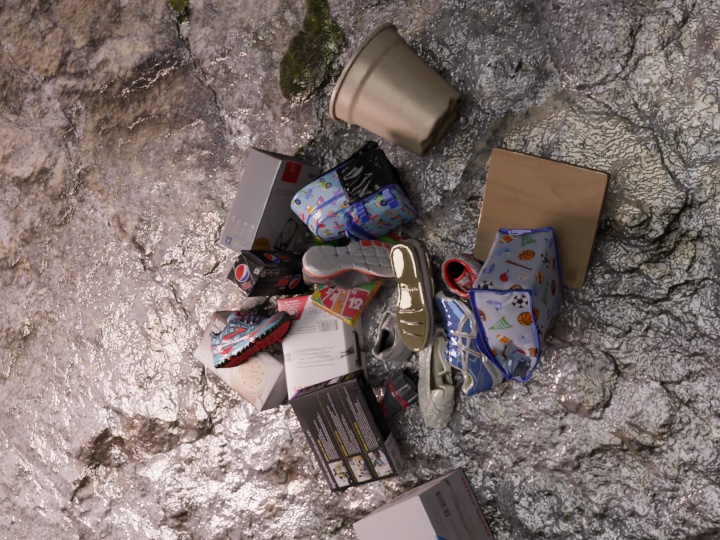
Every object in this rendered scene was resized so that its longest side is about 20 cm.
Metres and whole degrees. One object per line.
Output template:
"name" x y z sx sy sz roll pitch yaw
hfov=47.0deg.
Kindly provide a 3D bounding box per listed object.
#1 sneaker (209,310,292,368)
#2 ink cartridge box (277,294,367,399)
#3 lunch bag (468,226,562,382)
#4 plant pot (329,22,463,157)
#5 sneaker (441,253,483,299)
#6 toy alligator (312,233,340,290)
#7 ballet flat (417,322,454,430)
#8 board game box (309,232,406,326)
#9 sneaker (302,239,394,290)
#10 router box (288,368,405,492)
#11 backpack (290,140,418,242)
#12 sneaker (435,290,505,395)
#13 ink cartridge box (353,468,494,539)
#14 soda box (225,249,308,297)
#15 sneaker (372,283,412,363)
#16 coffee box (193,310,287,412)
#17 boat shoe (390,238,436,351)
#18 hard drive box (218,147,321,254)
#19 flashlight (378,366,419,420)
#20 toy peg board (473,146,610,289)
"sneaker" -0.223 0.114 1.605 0.199 0.079 0.096 -30 71 24
"ink cartridge box" -0.072 0.147 1.613 0.144 0.084 0.201 -8 85 26
"lunch bag" 0.260 0.057 1.347 0.123 0.170 0.201 2 131 31
"plant pot" 0.075 -0.307 1.491 0.183 0.200 0.201 36 106 10
"sneaker" 0.219 0.053 1.449 0.067 0.108 0.202 -44 72 20
"toy alligator" -0.064 -0.049 1.604 0.054 0.059 0.201 1 59 -6
"ballet flat" 0.140 0.193 1.505 0.071 0.072 0.201 -7 88 27
"board game box" 0.000 0.000 1.554 0.095 0.030 0.200 27 68 23
"sneaker" -0.013 -0.003 1.507 0.082 0.199 0.077 112 155 -51
"router box" -0.025 0.298 1.534 0.149 0.051 0.201 -20 99 23
"backpack" -0.017 -0.120 1.510 0.199 0.183 0.135 -27 74 8
"sneaker" 0.180 0.128 1.451 0.077 0.076 0.201 -30 95 -9
"ink cartridge box" 0.116 0.461 1.454 0.146 0.200 0.147 -31 77 25
"soda box" -0.167 0.005 1.596 0.063 0.200 0.071 36 106 23
"sneaker" 0.079 0.081 1.534 0.074 0.087 0.201 19 98 29
"coffee box" -0.231 0.182 1.697 0.200 0.080 0.115 36 105 22
"boat shoe" 0.105 0.043 1.470 0.074 0.068 0.201 6 109 38
"hard drive box" -0.176 -0.127 1.626 0.077 0.156 0.201 25 102 24
"flashlight" 0.031 0.268 1.568 0.200 0.068 0.068 -42 90 18
"toy peg board" 0.318 -0.099 1.421 0.199 0.098 0.200 18 114 26
